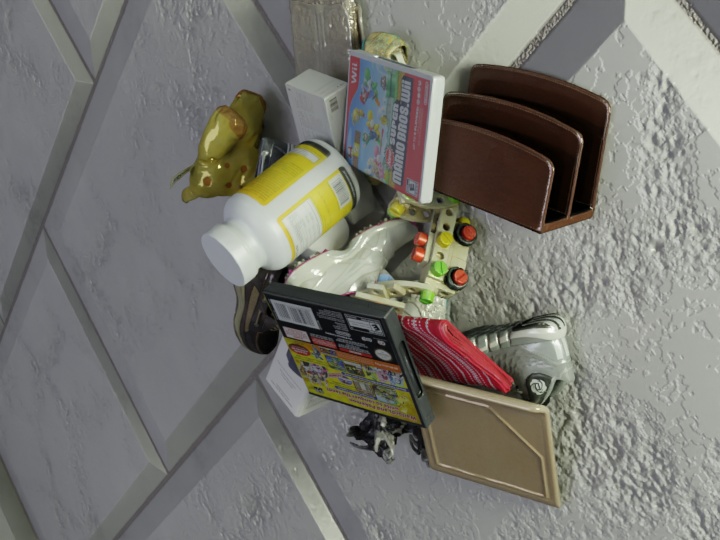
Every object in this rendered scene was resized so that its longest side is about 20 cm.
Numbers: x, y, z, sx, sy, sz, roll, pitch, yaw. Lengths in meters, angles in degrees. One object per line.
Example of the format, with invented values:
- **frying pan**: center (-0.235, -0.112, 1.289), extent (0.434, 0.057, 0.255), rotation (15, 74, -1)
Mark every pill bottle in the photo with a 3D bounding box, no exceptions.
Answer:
- **pill bottle**: center (-0.103, -0.072, 1.195), extent (0.112, 0.200, 0.112), rotation (37, 152, 23)
- **pill bottle**: center (-0.079, -0.004, 1.346), extent (0.112, 0.112, 0.200), rotation (54, 147, 20)

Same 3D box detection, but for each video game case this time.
- **video game case**: center (-0.015, 0.103, 1.160), extent (0.199, 0.026, 0.181), rotation (10, 134, 39)
- **video game case**: center (0.034, -0.176, 1.111), extent (0.200, 0.017, 0.144), rotation (36, 127, 55)

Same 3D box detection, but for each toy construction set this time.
- **toy construction set**: center (0.070, -0.032, 1.152), extent (0.092, 0.131, 0.201), rotation (160, 129, -72)

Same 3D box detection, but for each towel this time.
- **towel**: center (-0.043, -0.278, 1.286), extent (0.132, 0.034, 0.201), rotation (20, 120, 45)
- **towel**: center (0.075, 0.097, 1.132), extent (0.145, 0.023, 0.200), rotation (42, 156, -31)

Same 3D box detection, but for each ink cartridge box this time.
- **ink cartridge box**: center (-0.033, 0.096, 1.328), extent (0.084, 0.144, 0.201), rotation (47, 135, 25)

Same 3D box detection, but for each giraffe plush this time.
- **giraffe plush**: center (-0.162, -0.144, 1.392), extent (0.162, 0.200, 0.173), rotation (31, 148, 4)

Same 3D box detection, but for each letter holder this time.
- **letter holder**: center (0.163, -0.147, 1.045), extent (0.200, 0.100, 0.143), rotation (28, 122, 40)

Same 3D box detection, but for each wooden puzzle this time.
- **wooden puzzle**: center (0.158, 0.207, 1.166), extent (0.184, 0.037, 0.201), rotation (11, 137, 31)

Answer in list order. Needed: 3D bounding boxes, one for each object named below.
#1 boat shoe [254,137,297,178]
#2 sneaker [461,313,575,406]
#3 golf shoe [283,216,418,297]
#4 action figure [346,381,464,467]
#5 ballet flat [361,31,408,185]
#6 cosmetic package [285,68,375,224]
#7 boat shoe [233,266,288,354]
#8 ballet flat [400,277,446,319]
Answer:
- **boat shoe**: center (-0.144, -0.087, 1.305), extent (0.072, 0.067, 0.201), rotation (-110, 38, -65)
- **sneaker**: center (0.179, 0.126, 1.152), extent (0.200, 0.075, 0.116), rotation (-16, 94, 50)
- **golf shoe**: center (0.000, 0.000, 1.223), extent (0.092, 0.199, 0.075), rotation (58, 163, 12)
- **action figure**: center (0.060, 0.220, 1.291), extent (0.200, 0.118, 0.102), rotation (-50, 45, 38)
- **ballet flat**: center (0.036, -0.203, 1.201), extent (0.071, 0.070, 0.201), rotation (19, 117, 44)
- **cosmetic package**: center (-0.038, -0.166, 1.262), extent (0.082, 0.051, 0.201), rotation (27, 143, 38)
- **boat shoe**: center (-0.130, 0.055, 1.297), extent (0.073, 0.075, 0.201), rotation (24, 143, 21)
- **ballet flat**: center (0.064, 0.098, 1.280), extent (0.072, 0.072, 0.201), rotation (40, 130, 32)
